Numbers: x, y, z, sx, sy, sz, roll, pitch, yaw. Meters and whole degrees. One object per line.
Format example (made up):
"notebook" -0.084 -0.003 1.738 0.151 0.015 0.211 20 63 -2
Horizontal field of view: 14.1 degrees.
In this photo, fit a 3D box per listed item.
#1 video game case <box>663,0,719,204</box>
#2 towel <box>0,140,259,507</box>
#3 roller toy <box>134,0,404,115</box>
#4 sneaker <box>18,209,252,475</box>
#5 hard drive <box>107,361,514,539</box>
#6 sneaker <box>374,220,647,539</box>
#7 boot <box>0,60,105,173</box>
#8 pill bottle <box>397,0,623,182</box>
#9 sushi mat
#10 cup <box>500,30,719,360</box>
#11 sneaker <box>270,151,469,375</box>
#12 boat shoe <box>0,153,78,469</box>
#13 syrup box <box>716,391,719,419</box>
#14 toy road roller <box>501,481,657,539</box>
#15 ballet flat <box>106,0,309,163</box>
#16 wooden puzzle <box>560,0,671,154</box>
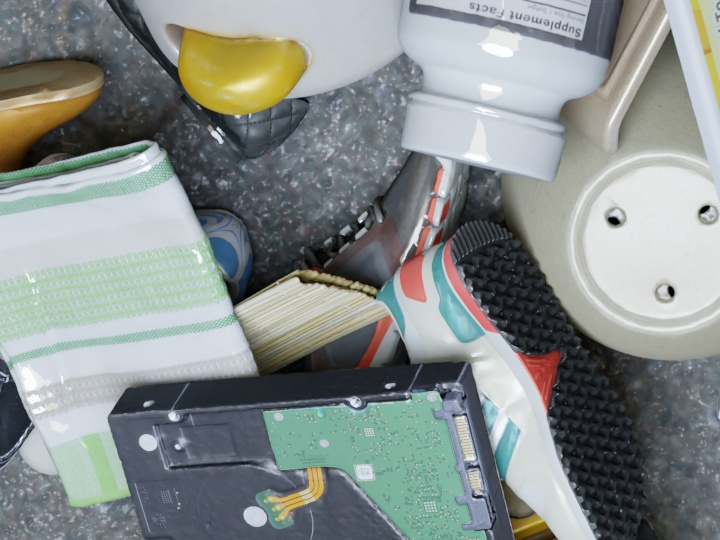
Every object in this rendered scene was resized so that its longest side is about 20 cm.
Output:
"video game case" 0.244 -0.133 1.470 0.182 0.023 0.200 -25 115 -14
"towel" -0.136 0.034 1.576 0.149 0.031 0.200 -10 112 28
"roller toy" -0.040 -0.187 1.539 0.182 0.200 0.140 -28 139 -4
"sneaker" -0.138 0.044 1.688 0.072 0.072 0.200 40 109 -5
"hard drive" -0.023 0.121 1.552 0.200 0.038 0.140 -6 116 21
"sneaker" 0.078 0.074 1.574 0.093 0.070 0.200 -24 97 43
"boot" -0.220 -0.035 1.687 0.201 0.071 0.144 -13 108 18
"pill bottle" 0.081 -0.151 1.469 0.111 0.111 0.200 13 92 5
"sushi mat" -0.077 0.049 1.624 0.200 0.096 0.012 -28 62 32
"cup" 0.168 -0.034 1.578 0.200 0.143 0.201 2 105 9
"sneaker" 0.000 0.000 1.653 0.082 0.077 0.200 24 107 9
"boat shoe" -0.180 0.036 1.650 0.068 0.072 0.200 34 108 35
"syrup box" 0.298 0.038 1.609 0.200 0.081 0.079 -41 94 17
"toy road roller" 0.091 0.149 1.655 0.123 0.146 0.200 -21 72 -5
"ballet flat" -0.106 -0.150 1.640 0.057 0.066 0.200 -38 102 -1
"wooden puzzle" 0.134 -0.184 1.537 0.037 0.185 0.200 12 112 -31
